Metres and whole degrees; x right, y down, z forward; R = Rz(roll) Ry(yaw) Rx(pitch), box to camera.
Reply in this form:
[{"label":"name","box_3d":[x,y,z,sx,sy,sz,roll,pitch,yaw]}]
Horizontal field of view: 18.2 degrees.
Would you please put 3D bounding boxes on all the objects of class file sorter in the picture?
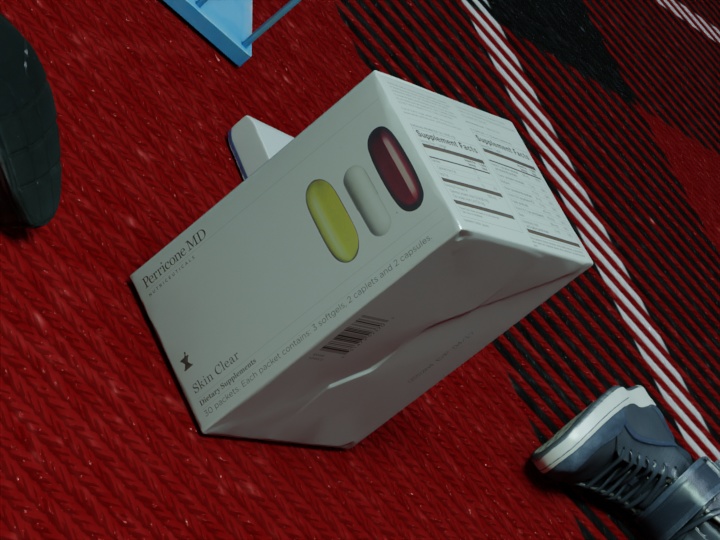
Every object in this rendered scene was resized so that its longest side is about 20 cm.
[{"label":"file sorter","box_3d":[-0.115,-0.277,1.594,0.200,0.123,0.139,39,25,-26]}]

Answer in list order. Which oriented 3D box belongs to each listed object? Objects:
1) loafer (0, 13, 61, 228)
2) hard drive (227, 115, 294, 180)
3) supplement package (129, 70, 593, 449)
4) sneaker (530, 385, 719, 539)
[{"label":"loafer","box_3d":[-0.222,-0.112,1.213,0.201,0.072,0.073,70,24,-11]},{"label":"hard drive","box_3d":[-0.001,-0.023,1.555,0.200,0.025,0.132,23,36,-50]},{"label":"supplement package","box_3d":[0.000,0.000,1.295,0.155,0.200,0.111,13,43,-56]},{"label":"sneaker","box_3d":[0.206,0.158,1.612,0.146,0.077,0.202,54,21,13]}]
